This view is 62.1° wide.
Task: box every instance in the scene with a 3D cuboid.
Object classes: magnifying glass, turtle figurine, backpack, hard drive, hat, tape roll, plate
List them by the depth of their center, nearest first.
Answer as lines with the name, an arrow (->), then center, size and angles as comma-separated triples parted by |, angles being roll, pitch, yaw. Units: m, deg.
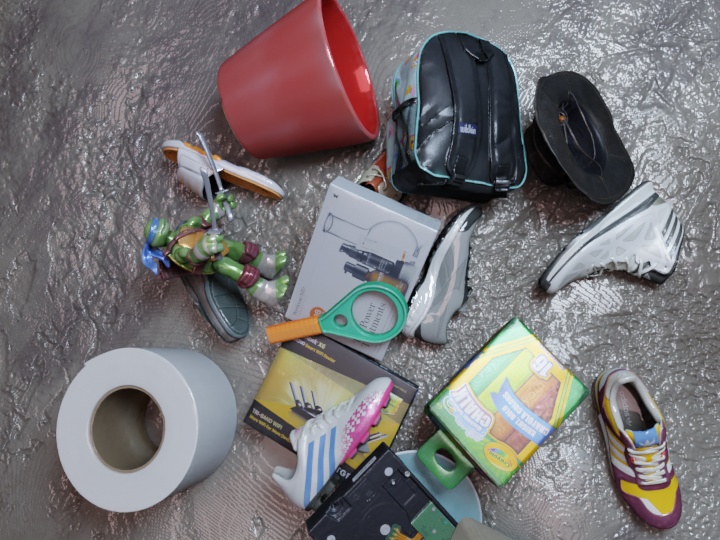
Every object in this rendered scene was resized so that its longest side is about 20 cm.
hard drive -> 0.046, 0.333, 0.742 | 0.140, 0.038, 0.200 | -43, 100, -7
plate -> 0.063, 0.331, 0.780 | 0.196, 0.026, 0.205 | 0, 92, -10
backpack -> 0.119, -0.197, 0.785 | 0.172, 0.153, 0.205 | 3, 86, -20
magnifying glass -> -0.033, 0.067, 0.787 | 0.196, 0.022, 0.081 | -13, 107, 18
hat -> 0.270, -0.160, 0.787 | 0.081, 0.198, 0.204 | -31, 75, 48
turtle figurine -> -0.172, -0.052, 0.797 | 0.192, 0.143, 0.203 | 31, 82, -29
tape roll -> -0.285, 0.209, 0.822 | 0.198, 0.139, 0.208 | -1, 82, 10

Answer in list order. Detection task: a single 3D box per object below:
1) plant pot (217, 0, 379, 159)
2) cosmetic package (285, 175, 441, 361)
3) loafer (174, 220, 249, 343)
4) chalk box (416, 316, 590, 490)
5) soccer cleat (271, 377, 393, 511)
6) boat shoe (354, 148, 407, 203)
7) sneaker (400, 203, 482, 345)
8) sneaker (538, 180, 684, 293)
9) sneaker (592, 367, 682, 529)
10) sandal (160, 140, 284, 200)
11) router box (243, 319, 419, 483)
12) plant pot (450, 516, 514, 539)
plant pot -> -0.088, -0.252, 0.832 | 0.174, 0.200, 0.205 | -16, 80, 18
cosmetic package -> 0.000, 0.000, 0.794 | 0.148, 0.052, 0.203 | 24, 113, 5
loafer -> -0.227, 0.024, 0.881 | 0.063, 0.071, 0.202 | -37, 71, 23
chalk box -> 0.158, 0.178, 0.743 | 0.200, 0.124, 0.125 | -44, 78, -8
soccer cleat -> -0.038, 0.207, 0.758 | 0.086, 0.070, 0.202 | 35, 90, 6
boat shoe -> 0.017, -0.107, 0.850 | 0.071, 0.063, 0.201 | 37, 89, 14
sneaker -> 0.123, 0.006, 0.819 | 0.078, 0.074, 0.203 | 24, 93, 2
sneaker -> 0.335, -0.013, 0.776 | 0.200, 0.076, 0.116 | -39, 76, 0
sneaker -> 0.343, 0.222, 0.736 | 0.074, 0.090, 0.204 | -20, 79, 6
sandal -> -0.213, -0.132, 0.883 | 0.203, 0.079, 0.060 | 22, 80, 10
router box -> -0.039, 0.184, 0.826 | 0.197, 0.052, 0.160 | 27, 88, 12
plant pot -> 0.180, 0.441, 0.663 | 0.197, 0.177, 0.203 | 28, 88, -9
